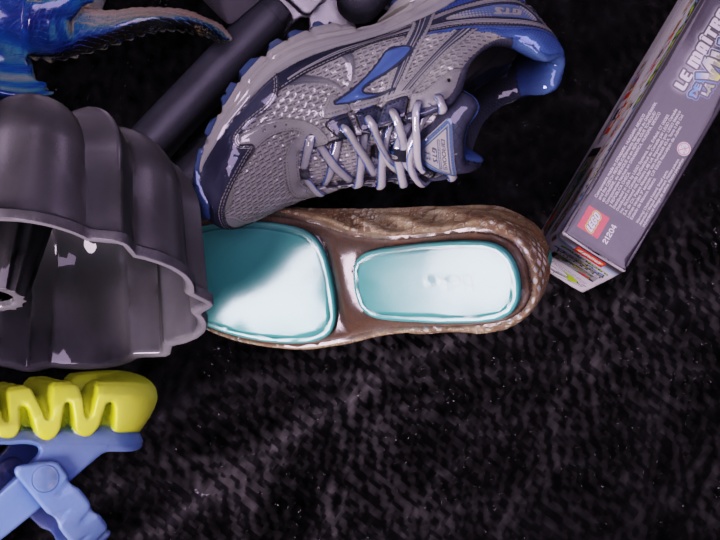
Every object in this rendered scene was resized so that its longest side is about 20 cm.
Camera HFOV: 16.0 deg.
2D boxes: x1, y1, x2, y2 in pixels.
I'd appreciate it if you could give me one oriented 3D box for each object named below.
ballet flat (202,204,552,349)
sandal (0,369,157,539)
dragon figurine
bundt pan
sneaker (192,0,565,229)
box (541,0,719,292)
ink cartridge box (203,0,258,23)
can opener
[{"bbox_3d":[0.000,0.000,1.205,0.199,0.065,0.071,4,106,24],"label":"ballet flat"},{"bbox_3d":[-0.188,0.096,1.173,0.198,0.079,0.088,-4,95,-17],"label":"sandal"},{"bbox_3d":[-0.166,-0.107,1.211,0.199,0.059,0.100,20,84,-2],"label":"dragon figurine"},{"bbox_3d":[-0.163,-0.022,1.141,0.200,0.202,0.076,4,70,-4],"label":"bundt pan"},{"bbox_3d":[0.012,-0.074,1.182,0.199,0.077,0.085,-34,57,-20],"label":"sneaker"},{"bbox_3d":[0.150,-0.087,1.210,0.035,0.110,0.201,31,84,-2],"label":"box"},{"bbox_3d":[-0.068,-0.239,1.147,0.146,0.200,0.147,-43,76,-7],"label":"ink cartridge box"},{"bbox_3d":[-0.038,-0.111,1.216,0.053,0.067,0.200,42,76,3],"label":"can opener"}]
